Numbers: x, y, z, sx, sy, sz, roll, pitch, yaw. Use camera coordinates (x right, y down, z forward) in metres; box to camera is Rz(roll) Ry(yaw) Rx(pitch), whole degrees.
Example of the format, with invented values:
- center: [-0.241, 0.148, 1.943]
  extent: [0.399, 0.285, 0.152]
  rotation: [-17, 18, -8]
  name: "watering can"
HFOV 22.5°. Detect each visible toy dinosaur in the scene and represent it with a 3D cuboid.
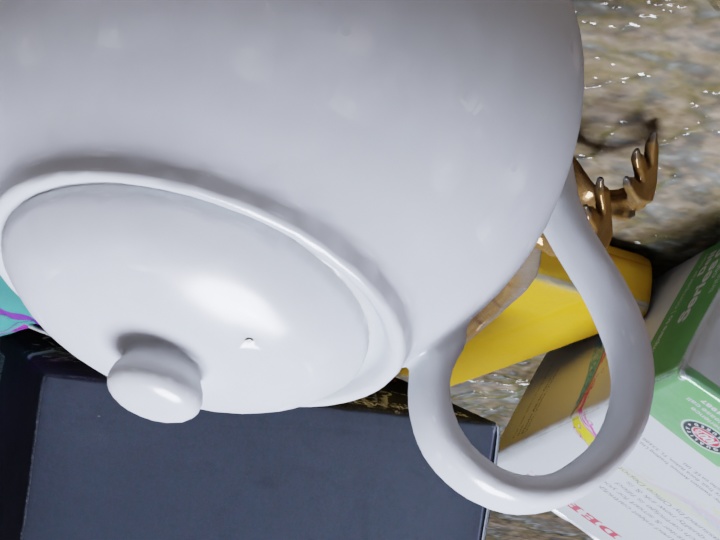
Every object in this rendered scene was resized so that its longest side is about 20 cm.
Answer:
- center: [0.055, -0.028, 0.676]
  extent: [0.105, 0.061, 0.200]
  rotation: [13, 154, 32]
  name: "toy dinosaur"

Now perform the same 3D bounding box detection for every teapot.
- center: [-0.032, -0.024, 0.511]
  extent: [0.198, 0.147, 0.198]
  rotation: [1, 149, 26]
  name: "teapot"

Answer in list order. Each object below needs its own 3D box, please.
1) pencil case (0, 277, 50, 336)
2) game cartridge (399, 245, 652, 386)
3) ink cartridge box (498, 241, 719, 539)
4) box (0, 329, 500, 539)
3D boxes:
- center: [-0.158, -0.003, 0.751]
  extent: [0.084, 0.094, 0.199]
  rotation: [7, 167, -38]
  name: "pencil case"
- center: [0.000, 0.000, 0.806]
  extent: [0.198, 0.033, 0.176]
  rotation: [18, 159, -23]
  name: "game cartridge"
- center: [0.166, 0.075, 0.803]
  extent: [0.145, 0.088, 0.200]
  rotation: [35, 155, -6]
  name: "ink cartridge box"
- center: [-0.064, 0.094, 0.816]
  extent: [0.198, 0.105, 0.182]
  rotation: [7, -177, -18]
  name: "box"
